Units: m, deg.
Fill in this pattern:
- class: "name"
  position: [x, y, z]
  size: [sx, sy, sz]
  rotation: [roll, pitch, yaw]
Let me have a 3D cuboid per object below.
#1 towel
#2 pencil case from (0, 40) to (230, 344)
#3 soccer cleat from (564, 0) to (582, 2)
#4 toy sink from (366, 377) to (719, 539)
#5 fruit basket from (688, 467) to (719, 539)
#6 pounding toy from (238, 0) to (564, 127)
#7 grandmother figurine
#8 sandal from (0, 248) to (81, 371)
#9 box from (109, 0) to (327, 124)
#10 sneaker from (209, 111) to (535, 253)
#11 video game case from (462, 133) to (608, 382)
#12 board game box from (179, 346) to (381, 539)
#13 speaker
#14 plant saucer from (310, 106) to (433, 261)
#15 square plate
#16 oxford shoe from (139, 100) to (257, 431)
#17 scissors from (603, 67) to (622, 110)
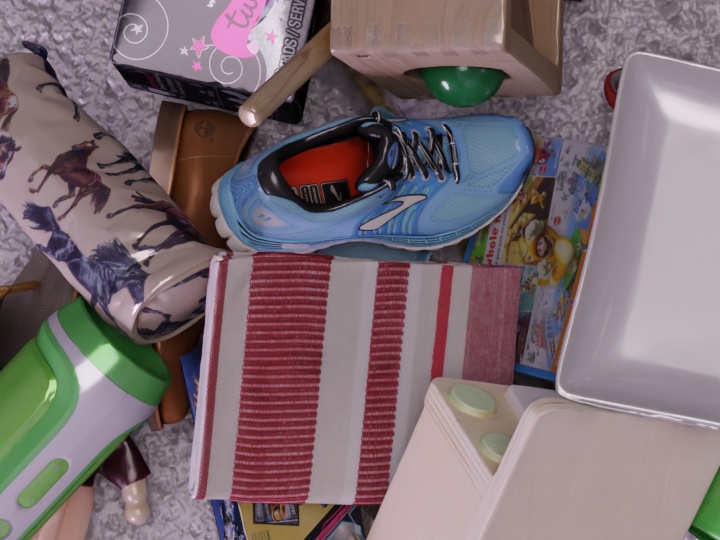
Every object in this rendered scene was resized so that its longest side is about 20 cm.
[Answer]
- class: "towel"
  position: [-0.002, 0.063, 1.612]
  size: [0.200, 0.023, 0.144]
  rotation: [3, 95, -27]
- class: "pencil case"
  position: [-0.156, -0.042, 1.626]
  size: [0.200, 0.089, 0.078]
  rotation: [46, 128, 20]
- class: "soccer cleat"
  position: [0.136, -0.256, 1.688]
  size: [0.084, 0.065, 0.200]
  rotation: [26, 90, -9]
- class: "toy sink"
  position: [0.097, 0.133, 1.580]
  size: [0.130, 0.112, 0.200]
  rotation: [7, 119, -27]
- class: "fruit basket"
  position: [0.280, 0.087, 1.587]
  size: [0.216, 0.156, 0.216]
  rotation: [-14, 61, 27]
- class: "pounding toy"
  position: [0.029, -0.168, 1.586]
  size: [0.142, 0.184, 0.200]
  rotation: [0, 84, 16]
- class: "grandmother figurine"
  position: [-0.182, 0.123, 1.689]
  size: [0.121, 0.061, 0.200]
  rotation: [16, 90, -6]
- class: "sandal"
  position: [-0.238, 0.052, 1.681]
  size: [0.200, 0.082, 0.055]
  rotation: [-43, 127, 6]
- class: "box"
  position: [-0.072, -0.200, 1.663]
  size: [0.115, 0.132, 0.200]
  rotation: [11, 87, 1]
- class: "sneaker"
  position: [0.017, -0.054, 1.629]
  size: [0.200, 0.090, 0.078]
  rotation: [-14, 77, -23]
- class: "video game case"
  position: [0.141, -0.002, 1.639]
  size: [0.200, 0.018, 0.143]
  rotation: [13, 87, 44]
- class: "board game box"
  position: [-0.020, 0.135, 1.655]
  size: [0.135, 0.035, 0.200]
  rotation: [-8, 82, -30]
- class: "speaker"
  position: [-0.203, 0.110, 1.626]
  size: [0.088, 0.088, 0.200]
  rotation: [44, 98, 4]
- class: "plant saucer"
  position: [0.000, 0.000, 1.666]
  size: [0.070, 0.019, 0.200]
  rotation: [29, 66, -12]
- class: "square plate"
  position: [0.220, -0.004, 1.510]
  size: [0.198, 0.028, 0.200]
  rotation: [13, 77, 3]
- class: "oxford shoe"
  position: [-0.098, -0.001, 1.686]
  size: [0.071, 0.071, 0.200]
  rotation: [7, 86, -1]
- class: "scissors"
  position: [0.188, -0.080, 1.625]
  size: [0.073, 0.200, 0.014]
  rotation: [-5, 116, -2]
